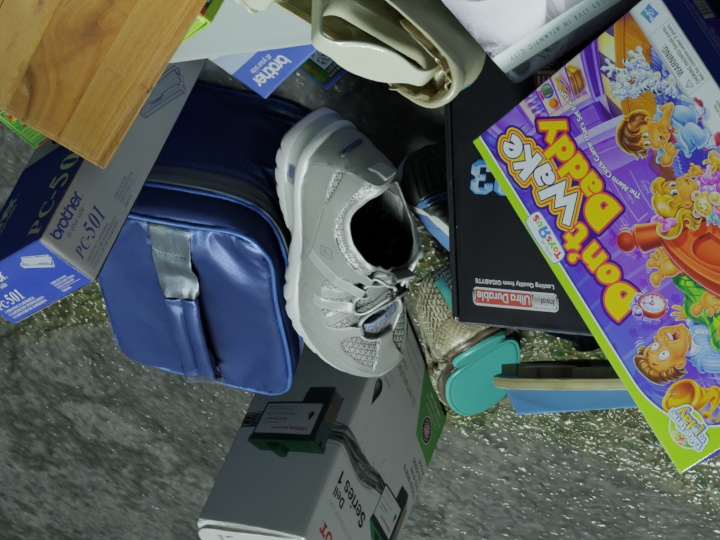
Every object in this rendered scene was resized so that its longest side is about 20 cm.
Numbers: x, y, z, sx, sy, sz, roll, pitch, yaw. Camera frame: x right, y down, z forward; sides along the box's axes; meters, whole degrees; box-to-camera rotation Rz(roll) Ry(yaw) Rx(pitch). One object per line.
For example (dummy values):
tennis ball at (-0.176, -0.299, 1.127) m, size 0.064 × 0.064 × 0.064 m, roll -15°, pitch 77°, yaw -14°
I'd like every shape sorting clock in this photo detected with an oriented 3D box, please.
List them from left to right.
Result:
shape sorting clock at (0.181, 0.063, 1.336) m, size 0.199 × 0.039 × 0.200 m, roll -5°, pitch 177°, yaw 0°

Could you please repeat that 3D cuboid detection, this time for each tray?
tray at (-0.142, -0.134, 1.131) m, size 0.098 × 0.037 × 0.200 m, roll 30°, pitch 147°, yaw -8°

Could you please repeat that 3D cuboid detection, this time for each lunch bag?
lunch bag at (-0.096, -0.008, 1.394) m, size 0.135 × 0.133 × 0.200 m, roll 11°, pitch 144°, yaw 16°

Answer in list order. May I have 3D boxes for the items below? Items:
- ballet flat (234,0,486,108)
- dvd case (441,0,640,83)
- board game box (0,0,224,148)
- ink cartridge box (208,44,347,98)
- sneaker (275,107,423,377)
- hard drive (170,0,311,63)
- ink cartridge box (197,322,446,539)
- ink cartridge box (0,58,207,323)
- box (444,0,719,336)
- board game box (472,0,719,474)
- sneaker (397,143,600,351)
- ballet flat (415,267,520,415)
ballet flat at (-0.024, -0.148, 1.106) m, size 0.200 × 0.070 × 0.069 m, roll 31°, pitch 145°, yaw -7°
dvd case at (0.069, -0.199, 1.049) m, size 0.148 × 0.016 × 0.200 m, roll -30°, pitch 113°, yaw 34°
board game box at (-0.164, -0.148, 1.203) m, size 0.102 × 0.048 × 0.200 m, roll 40°, pitch 143°, yaw -18°
ink cartridge box at (-0.076, -0.173, 1.243) m, size 0.200 × 0.042 × 0.119 m, roll 32°, pitch 145°, yaw -17°
sneaker at (0.000, 0.000, 1.304) m, size 0.082 × 0.075 × 0.200 m, roll 33°, pitch 152°, yaw 37°
hard drive at (-0.066, -0.176, 1.174) m, size 0.199 × 0.027 × 0.132 m, roll -3°, pitch 136°, yaw 34°
ink cartridge box at (-0.022, 0.138, 1.489) m, size 0.084 × 0.201 × 0.146 m, roll 6°, pitch 143°, yaw 24°
ink cartridge box at (-0.159, -0.069, 1.285) m, size 0.044 × 0.201 × 0.094 m, roll 39°, pitch 143°, yaw -23°
box at (0.135, -0.064, 1.135) m, size 0.199 × 0.050 × 0.200 m, roll 6°, pitch 102°, yaw 39°
board game box at (0.162, -0.020, 1.064) m, size 0.134 × 0.045 × 0.200 m, roll -40°, pitch 76°, yaw 36°
sneaker at (0.097, -0.005, 1.337) m, size 0.200 × 0.076 × 0.077 m, roll 34°, pitch 144°, yaw -18°
ballet flat at (0.066, 0.038, 1.409) m, size 0.075 × 0.068 × 0.200 m, roll 59°, pitch 178°, yaw 16°
